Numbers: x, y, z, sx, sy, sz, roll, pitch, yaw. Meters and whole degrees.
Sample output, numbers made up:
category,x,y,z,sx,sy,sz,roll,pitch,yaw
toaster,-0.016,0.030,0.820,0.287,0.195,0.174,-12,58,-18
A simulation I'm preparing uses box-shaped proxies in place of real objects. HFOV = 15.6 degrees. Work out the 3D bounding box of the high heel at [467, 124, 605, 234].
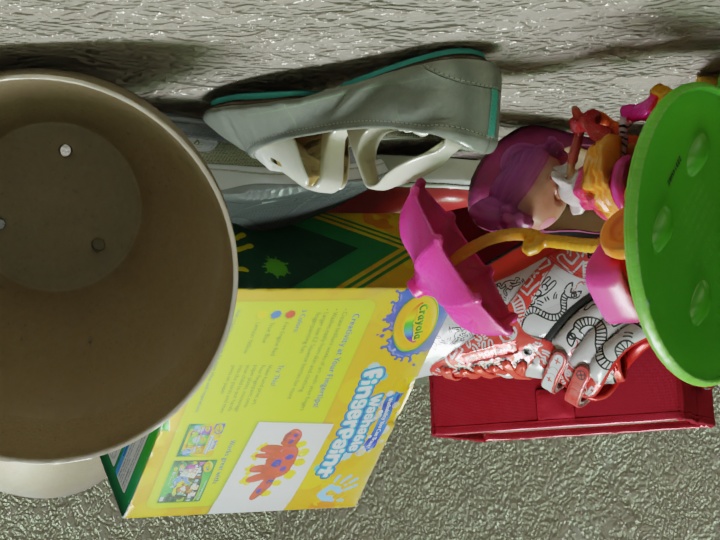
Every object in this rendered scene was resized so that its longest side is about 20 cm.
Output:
category,x,y,z,sx,sy,sz,roll,pitch,yaw
high heel,0.147,-0.049,1.599,0.096,0.068,0.200,18,-160,31

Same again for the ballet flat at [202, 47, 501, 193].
category,x,y,z,sx,sy,sz,roll,pitch,yaw
ballet flat,-0.009,-0.072,1.391,0.200,0.064,0.067,-8,173,42

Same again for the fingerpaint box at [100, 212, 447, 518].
category,x,y,z,sx,sy,sz,roll,pitch,yaw
fingerpaint box,-0.054,0.057,1.619,0.166,0.073,0.200,-1,134,-28

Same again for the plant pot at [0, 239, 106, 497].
category,x,y,z,sx,sy,sz,roll,pitch,yaw
plant pot,-0.199,0.026,1.703,0.200,0.201,0.134,2,146,-41

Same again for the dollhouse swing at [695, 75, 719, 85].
category,x,y,z,sx,sy,sz,roll,pitch,yaw
dollhouse swing,0.289,-0.091,1.506,0.199,0.176,0.182,-3,133,4

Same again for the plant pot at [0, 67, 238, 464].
category,x,y,z,sx,sy,sz,roll,pitch,yaw
plant pot,-0.163,-0.018,1.360,0.200,0.201,0.134,-3,-163,-2

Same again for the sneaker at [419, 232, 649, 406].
category,x,y,z,sx,sy,sz,roll,pitch,yaw
sneaker,0.100,0.051,1.709,0.201,0.108,0.067,-31,167,11

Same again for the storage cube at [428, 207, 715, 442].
category,x,y,z,sx,sy,sz,roll,pitch,yaw
storage cube,0.144,0.024,1.831,0.199,0.180,0.171,-4,174,15

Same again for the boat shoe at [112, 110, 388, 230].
category,x,y,z,sx,sy,sz,roll,pitch,yaw
boat shoe,-0.066,-0.063,1.508,0.202,0.065,0.074,-5,163,-41

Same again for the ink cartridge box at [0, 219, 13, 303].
category,x,y,z,sx,sy,sz,roll,pitch,yaw
ink cartridge box,-0.273,0.001,1.413,0.085,0.145,0.200,-17,158,41

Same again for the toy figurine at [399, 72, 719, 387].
category,x,y,z,sx,sy,sz,roll,pitch,yaw
toy figurine,0.110,-0.035,1.366,0.184,0.200,0.150,-1,136,36

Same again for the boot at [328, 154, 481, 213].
category,x,y,z,sx,sy,sz,roll,pitch,yaw
boot,0.000,0.000,1.696,0.200,0.145,0.072,-8,172,36
